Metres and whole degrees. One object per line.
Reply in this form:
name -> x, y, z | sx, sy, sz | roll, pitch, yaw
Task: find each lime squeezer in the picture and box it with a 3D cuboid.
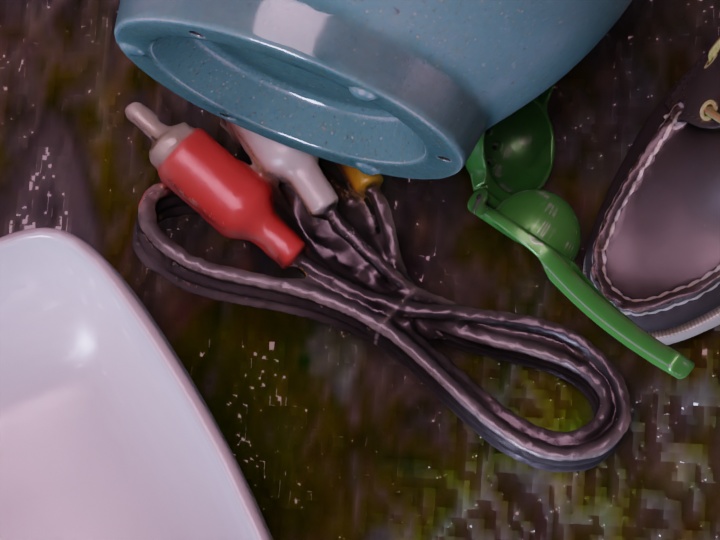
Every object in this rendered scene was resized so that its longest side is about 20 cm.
lime squeezer -> 0.069, -0.030, 0.922 | 0.071, 0.038, 0.200 | -19, 48, 17

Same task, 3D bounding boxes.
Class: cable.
cable -> 0.000, 0.000, 0.932 | 0.097, 0.050, 0.200 | -38, 69, -22

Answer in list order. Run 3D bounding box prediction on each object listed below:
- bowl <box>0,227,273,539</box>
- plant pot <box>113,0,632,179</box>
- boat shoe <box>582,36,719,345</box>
bowl -> -0.125, 0.109, 0.931 | 0.200, 0.075, 0.200 | -30, 73, 5
plant pot -> 0.000, -0.111, 0.880 | 0.200, 0.200, 0.134 | 17, 78, 15
boat shoe -> 0.144, -0.060, 0.915 | 0.072, 0.061, 0.201 | 42, 89, 17
